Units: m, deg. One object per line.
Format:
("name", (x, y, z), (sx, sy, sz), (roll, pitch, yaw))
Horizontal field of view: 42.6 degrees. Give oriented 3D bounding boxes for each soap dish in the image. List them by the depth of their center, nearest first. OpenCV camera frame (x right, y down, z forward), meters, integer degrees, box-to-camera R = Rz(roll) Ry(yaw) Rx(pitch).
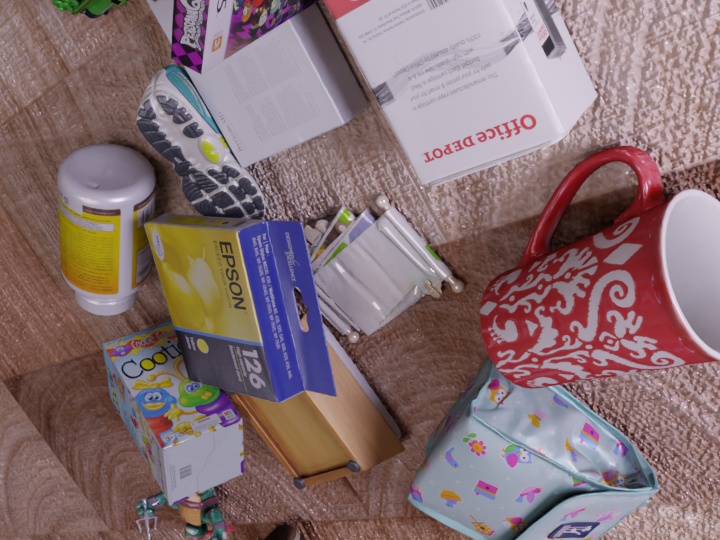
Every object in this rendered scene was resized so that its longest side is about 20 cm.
("soap dish", (-0.063, 0.161, 1.089), (0.157, 0.081, 0.201), (-26, 104, 44))

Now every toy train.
("toy train", (-0.252, -0.279, 0.895), (0.056, 0.042, 0.200), (20, 173, -29))

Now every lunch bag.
("lunch bag", (0.171, 0.204, 0.922), (0.199, 0.122, 0.171), (32, 133, 2))

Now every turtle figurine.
("turtle figurine", (-0.252, 0.339, 1.347), (0.148, 0.101, 0.202), (5, 109, 16))

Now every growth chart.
("growth chart", (0.000, 0.000, 0.971), (0.145, 0.018, 0.200), (52, 136, -6))

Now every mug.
("mug", (0.208, 0.009, 0.773), (0.133, 0.179, 0.199), (23, 151, -31))

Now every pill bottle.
("pill bottle", (-0.302, -0.043, 1.098), (0.109, 0.109, 0.201), (29, 133, 16))

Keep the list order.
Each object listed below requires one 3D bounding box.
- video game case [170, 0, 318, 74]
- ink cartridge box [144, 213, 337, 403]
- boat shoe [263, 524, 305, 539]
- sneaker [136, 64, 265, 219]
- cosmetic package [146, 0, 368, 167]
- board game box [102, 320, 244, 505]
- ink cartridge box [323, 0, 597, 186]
("video game case", (-0.064, -0.267, 0.694), (0.036, 0.200, 0.182), (29, 133, 13))
("ink cartridge box", (-0.129, 0.041, 0.978), (0.199, 0.047, 0.199), (7, 116, 40))
("boat shoe", (-0.116, 0.427, 1.338), (0.075, 0.075, 0.202), (34, 143, -8))
("sneaker", (-0.153, -0.125, 0.957), (0.077, 0.080, 0.201), (-13, 133, 18))
("cosmetic package", (-0.102, -0.212, 0.868), (0.150, 0.052, 0.201), (-15, 110, 40))
("board game box", (-0.234, 0.171, 1.152), (0.200, 0.102, 0.105), (46, 145, 40))
("ink cartridge box", (0.075, -0.186, 0.732), (0.146, 0.083, 0.201), (-15, 110, 43))
